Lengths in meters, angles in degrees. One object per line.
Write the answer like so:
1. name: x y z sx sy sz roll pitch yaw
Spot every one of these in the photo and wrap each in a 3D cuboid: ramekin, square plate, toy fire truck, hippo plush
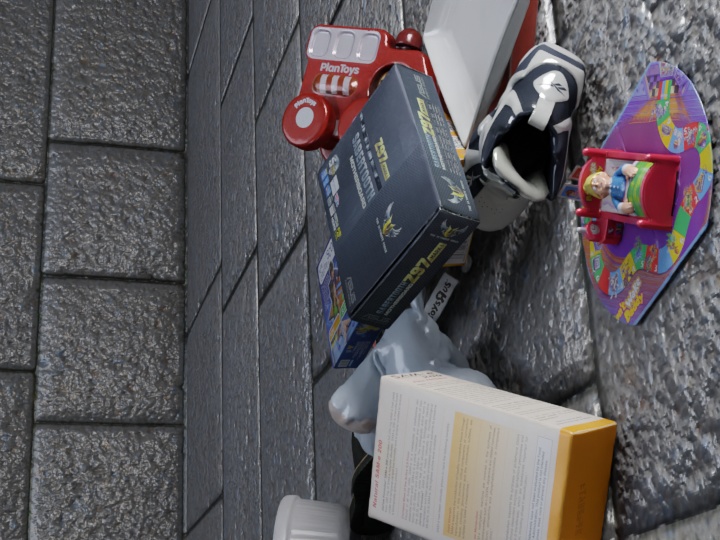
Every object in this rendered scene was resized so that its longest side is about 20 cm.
1. ramekin: -0.050 0.386 1.509 0.202 0.093 0.206 -3 -90 -83
2. square plate: 0.115 -0.256 1.154 0.201 0.028 0.200 -104 23 -46
3. toy fire truck: 0.007 -0.210 1.427 0.198 0.112 0.170 10 84 33
4. hippo plush: 0.086 0.126 1.168 0.161 0.158 0.202 39 103 44

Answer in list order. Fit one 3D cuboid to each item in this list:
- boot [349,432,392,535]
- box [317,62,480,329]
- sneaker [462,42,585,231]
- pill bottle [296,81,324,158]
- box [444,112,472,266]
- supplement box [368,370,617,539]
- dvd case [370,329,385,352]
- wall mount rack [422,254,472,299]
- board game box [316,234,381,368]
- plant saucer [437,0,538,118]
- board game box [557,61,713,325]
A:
1. boot: 0.019 0.210 1.447 0.201 0.076 0.140 113 160 -46
2. box: 0.030 -0.072 1.133 0.158 0.050 0.202 -49 39 36
3. sneaker: 0.129 -0.086 1.042 0.200 0.079 0.130 -58 4 42
4. pill bottle: -0.028 -0.211 1.616 0.200 0.109 0.113 -126 42 -65
5. box: 0.064 -0.106 1.235 0.201 0.041 0.120 -122 37 -52
6. supplement box: 0.105 0.166 0.994 0.198 0.073 0.128 13 100 41
7. dvd case: 0.015 0.019 1.491 0.147 0.022 0.202 -104 7 -47
8. wall mount rack: 0.062 -0.003 1.344 0.175 0.074 0.202 115 154 -44
9. board game box: 0.000 0.000 1.296 0.201 0.034 0.137 118 147 -54
10. plant saucer: 0.128 -0.207 1.209 0.200 0.036 0.203 -166 80 -74
11. board game box: 0.200 -0.058 0.920 0.201 0.038 0.160 112 156 -49
